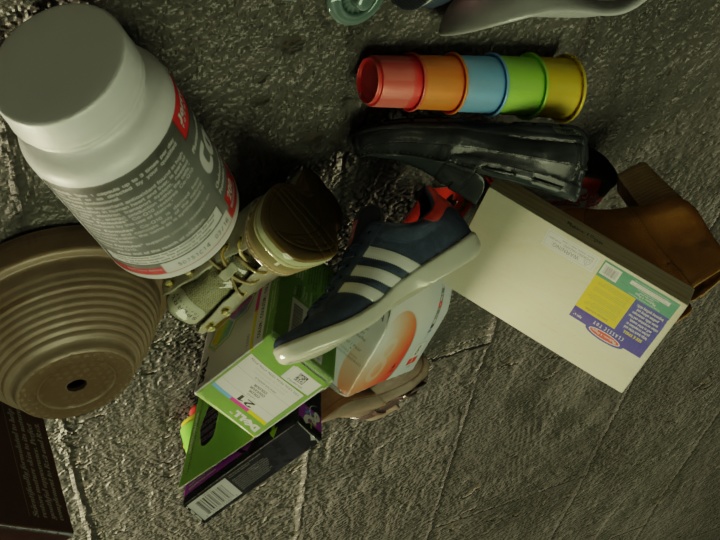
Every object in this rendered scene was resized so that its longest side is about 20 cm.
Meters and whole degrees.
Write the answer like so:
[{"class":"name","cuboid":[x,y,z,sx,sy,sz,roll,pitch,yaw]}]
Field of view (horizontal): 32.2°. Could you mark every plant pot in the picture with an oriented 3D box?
[{"class":"plant pot","cuboid":[-0.251,0.061,1.057,0.200,0.093,0.201,-19,149,-12]}]

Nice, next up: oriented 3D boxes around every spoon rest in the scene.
[{"class":"spoon rest","cuboid":[0.154,-0.212,0.957,0.199,0.061,0.099,-23,-166,-10]}]

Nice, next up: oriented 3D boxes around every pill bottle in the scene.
[{"class":"pill bottle","cuboid":[-0.168,-0.087,0.875,0.113,0.114,0.200,-26,149,1]}]

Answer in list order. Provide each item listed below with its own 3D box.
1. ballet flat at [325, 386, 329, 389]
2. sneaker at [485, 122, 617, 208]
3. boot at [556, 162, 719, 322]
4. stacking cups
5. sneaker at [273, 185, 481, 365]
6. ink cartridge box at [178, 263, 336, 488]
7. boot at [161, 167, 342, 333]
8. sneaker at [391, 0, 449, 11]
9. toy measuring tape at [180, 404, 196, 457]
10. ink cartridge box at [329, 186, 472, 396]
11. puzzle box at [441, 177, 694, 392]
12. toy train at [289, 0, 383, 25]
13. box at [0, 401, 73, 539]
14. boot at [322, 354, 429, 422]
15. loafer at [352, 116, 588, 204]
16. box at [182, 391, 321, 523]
[{"class":"ballet flat","cuboid":[-0.012,0.065,1.267,0.075,0.068,0.200,0,138,-50]},{"class":"sneaker","cuboid":[0.149,-0.071,1.174,0.200,0.067,0.108,5,135,-44]},{"class":"boot","cuboid":[0.228,0.002,1.147,0.200,0.144,0.071,-33,152,3]},{"class":"stacking cups","cuboid":[0.089,-0.155,1.027,0.199,0.061,0.061,-1,141,-27]},{"class":"sneaker","cuboid":[0.000,0.000,1.020,0.199,0.085,0.075,-32,179,-21]},{"class":"ink cartridge box","cuboid":[-0.113,0.083,1.124,0.200,0.148,0.076,-37,117,26]},{"class":"boot","cuboid":[-0.095,-0.006,1.008,0.154,0.072,0.200,-36,-172,13]},{"class":"sneaker","cuboid":[0.088,-0.267,0.854,0.082,0.070,0.200,-19,155,-45]},{"class":"toy measuring tape","cuboid":[-0.133,0.153,1.284,0.073,0.074,0.200,2,150,-38]},{"class":"ink cartridge box","cuboid":[0.053,0.016,1.154,0.201,0.050,0.162,-56,163,18]},{"class":"puzzle box","cuboid":[0.181,0.014,1.116,0.025,0.199,0.133,-52,171,-44]},{"class":"toy train","cuboid":[-0.036,-0.235,0.791,0.199,0.085,0.114,11,121,-43]},{"class":"box","cuboid":[-0.393,0.205,1.096,0.200,0.167,0.164,-38,146,20]},{"class":"boot","cuboid":[-0.017,0.141,1.375,0.199,0.071,0.146,-24,157,10]},{"class":"loafer","cuboid":[0.091,-0.091,1.043,0.199,0.071,0.068,3,-175,0]},{"class":"box","cuboid":[-0.100,0.126,1.175,0.143,0.200,0.036,-38,115,18]}]
